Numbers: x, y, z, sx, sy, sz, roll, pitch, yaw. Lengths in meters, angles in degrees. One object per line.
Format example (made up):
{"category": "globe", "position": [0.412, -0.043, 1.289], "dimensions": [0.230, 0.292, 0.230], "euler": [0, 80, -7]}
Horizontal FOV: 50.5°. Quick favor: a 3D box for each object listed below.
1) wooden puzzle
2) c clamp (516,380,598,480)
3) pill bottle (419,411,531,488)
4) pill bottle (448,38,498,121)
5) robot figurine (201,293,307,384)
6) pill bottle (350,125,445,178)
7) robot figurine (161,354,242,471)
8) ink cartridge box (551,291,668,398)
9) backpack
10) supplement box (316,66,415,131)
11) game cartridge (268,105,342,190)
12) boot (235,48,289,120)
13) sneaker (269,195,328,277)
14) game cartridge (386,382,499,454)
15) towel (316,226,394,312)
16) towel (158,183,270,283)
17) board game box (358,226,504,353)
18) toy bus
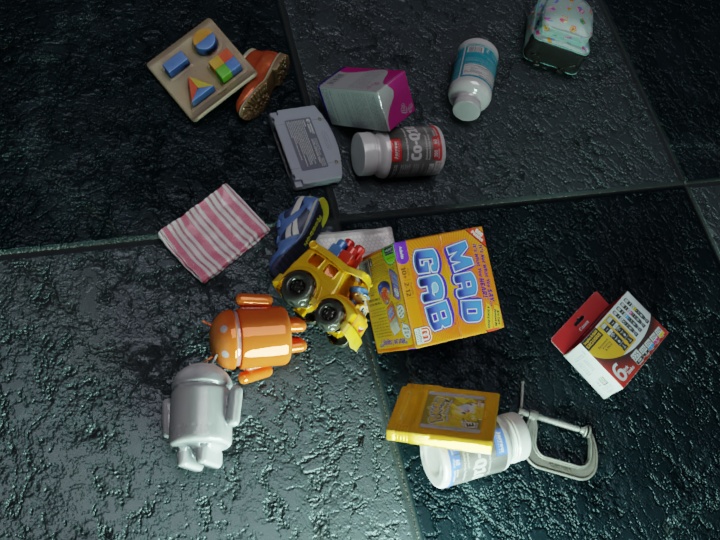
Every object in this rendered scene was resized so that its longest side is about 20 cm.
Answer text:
{"category": "wooden puzzle", "position": [-0.358, -0.457, 1.710], "dimensions": [0.185, 0.046, 0.200], "euler": [-39, 75, -9]}
{"category": "c clamp", "position": [0.413, 0.342, 1.599], "dimensions": [0.197, 0.027, 0.173], "euler": [22, 60, -5]}
{"category": "pill bottle", "position": [0.225, 0.345, 1.491], "dimensions": [0.197, 0.114, 0.115], "euler": [-10, 68, -21]}
{"category": "pill bottle", "position": [0.280, -0.473, 1.910], "dimensions": [0.109, 0.111, 0.203], "euler": [19, 61, -7]}
{"category": "robot figurine", "position": [-0.203, 0.131, 1.465], "dimensions": [0.197, 0.145, 0.118], "euler": [-2, 43, -18]}
{"category": "pill bottle", "position": [0.085, -0.271, 1.750], "dimensions": [0.197, 0.114, 0.116], "euler": [-6, 66, -20]}
{"category": "robot figurine", "position": [-0.287, 0.255, 1.379], "dimensions": [0.167, 0.113, 0.203], "euler": [-12, 63, 16]}
{"category": "ink cartridge box", "position": [0.554, 0.149, 1.704], "dimensions": [0.176, 0.084, 0.199], "euler": [46, 62, 9]}
{"category": "backpack", "position": [0.536, -0.656, 2.058], "dimensions": [0.173, 0.154, 0.202], "euler": [14, 55, -4]}
{"category": "supplement box", "position": [0.012, -0.392, 1.735], "dimensions": [0.198, 0.104, 0.101], "euler": [17, 48, 44]}
{"category": "game cartridge", "position": [-0.119, -0.281, 1.739], "dimensions": [0.131, 0.042, 0.203], "euler": [-11, 68, -26]}
{"category": "boot", "position": [-0.252, -0.433, 1.760], "dimensions": [0.106, 0.075, 0.202], "euler": [21, 60, 9]}
{"category": "sneaker", "position": [-0.143, -0.073, 1.609], "dimensions": [0.081, 0.074, 0.202], "euler": [20, 67, 26]}
{"category": "game cartridge", "position": [0.162, 0.278, 1.463], "dimensions": [0.196, 0.033, 0.177], "euler": [6, 23, 12]}
{"category": "towel", "position": [0.000, 0.000, 1.640], "dimensions": [0.197, 0.032, 0.194], "euler": [-6, 67, -18]}
{"category": "towel", "position": [-0.302, -0.082, 1.589], "dimensions": [0.146, 0.030, 0.200], "euler": [45, 61, 7]}
{"category": "board game box", "position": [0.136, 0.043, 1.534], "dimensions": [0.197, 0.200, 0.203], "euler": [-11, 86, -22]}
{"category": "toy bus", "position": [-0.043, 0.032, 1.509], "dimensions": [0.199, 0.136, 0.193], "euler": [35, 77, 22]}
